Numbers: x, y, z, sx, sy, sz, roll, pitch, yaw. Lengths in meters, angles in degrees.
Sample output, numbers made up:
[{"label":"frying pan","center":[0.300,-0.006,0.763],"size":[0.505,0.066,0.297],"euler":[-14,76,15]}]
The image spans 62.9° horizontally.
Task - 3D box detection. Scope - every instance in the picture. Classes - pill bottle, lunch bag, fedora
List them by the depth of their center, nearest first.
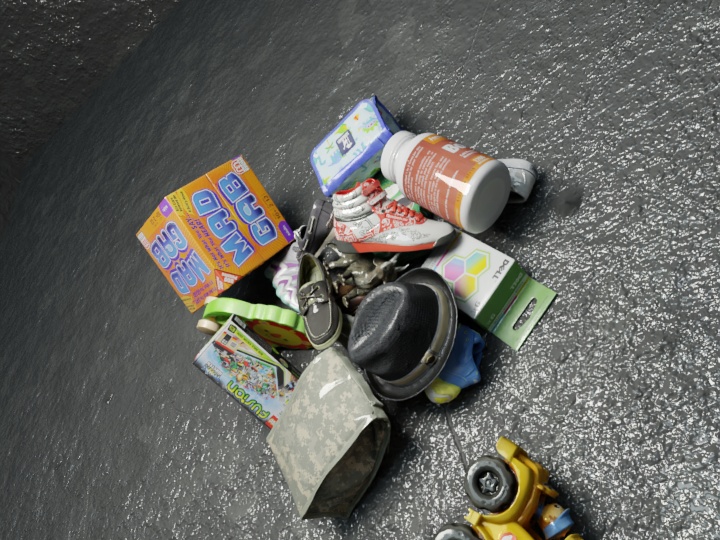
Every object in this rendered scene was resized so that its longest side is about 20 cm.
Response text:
[{"label":"fedora","center":[0.045,0.083,0.850],"size":[0.199,0.090,0.205],"euler":[-25,55,42]},{"label":"lunch bag","center":[-0.039,0.244,0.904],"size":[0.203,0.116,0.164],"euler":[-61,40,17]},{"label":"pill bottle","center":[0.127,-0.148,0.925],"size":[0.199,0.112,0.113],"euler":[34,89,37]},{"label":"lunch bag","center":[-0.003,-0.232,1.134],"size":[0.169,0.127,0.201],"euler":[-40,19,19]}]

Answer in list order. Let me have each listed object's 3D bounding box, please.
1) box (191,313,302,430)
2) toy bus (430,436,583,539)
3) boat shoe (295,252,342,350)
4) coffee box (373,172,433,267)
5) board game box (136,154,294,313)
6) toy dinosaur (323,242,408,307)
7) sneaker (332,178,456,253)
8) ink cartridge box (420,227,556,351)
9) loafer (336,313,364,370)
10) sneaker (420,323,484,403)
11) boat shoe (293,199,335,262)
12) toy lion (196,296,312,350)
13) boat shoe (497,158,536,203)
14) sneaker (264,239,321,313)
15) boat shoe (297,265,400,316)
[{"label":"box","center":[-0.186,0.185,1.042],"size":[0.110,0.200,0.035],"euler":[-45,12,10]},{"label":"toy bus","center":[0.190,0.321,0.662],"size":[0.189,0.136,0.203],"euler":[23,78,34]},{"label":"boat shoe","center":[-0.079,0.046,0.990],"size":[0.071,0.066,0.203],"euler":[-28,36,11]},{"label":"coffee box","center":[0.071,-0.105,1.087],"size":[0.121,0.044,0.204],"euler":[-25,50,32]},{"label":"board game box","center":[-0.295,-0.071,1.202],"size":[0.199,0.202,0.198],"euler":[-40,9,-39]},{"label":"toy dinosaur","center":[0.000,0.000,0.995],"size":[0.100,0.079,0.200],"euler":[-21,22,-17]},{"label":"sneaker","center":[0.049,-0.089,0.925],"size":[0.196,0.111,0.067],"euler":[-3,16,17]},{"label":"ink cartridge box","center":[0.183,0.021,0.894],"size":[0.105,0.059,0.199],"euler":[-54,42,1]},{"label":"loafer","center":[0.005,0.126,0.983],"size":[0.197,0.075,0.071],"euler":[12,68,46]},{"label":"sneaker","center":[0.133,0.099,0.897],"size":[0.103,0.076,0.204],"euler":[-19,54,13]},{"label":"boat shoe","center":[-0.086,-0.070,1.058],"size":[0.200,0.062,0.074],"euler":[-41,25,59]},{"label":"toy lion","center":[-0.183,0.101,1.092],"size":[0.190,0.197,0.070],"euler":[-24,45,54]},{"label":"boat shoe","center":[0.194,-0.139,0.981],"size":[0.196,0.072,0.067],"euler":[7,64,36]},{"label":"sneaker","center":[-0.111,-0.004,1.170],"size":[0.141,0.077,0.200],"euler":[-52,42,5]},{"label":"boat shoe","center":[-0.013,0.046,1.054],"size":[0.196,0.071,0.071],"euler":[-19,37,21]}]
